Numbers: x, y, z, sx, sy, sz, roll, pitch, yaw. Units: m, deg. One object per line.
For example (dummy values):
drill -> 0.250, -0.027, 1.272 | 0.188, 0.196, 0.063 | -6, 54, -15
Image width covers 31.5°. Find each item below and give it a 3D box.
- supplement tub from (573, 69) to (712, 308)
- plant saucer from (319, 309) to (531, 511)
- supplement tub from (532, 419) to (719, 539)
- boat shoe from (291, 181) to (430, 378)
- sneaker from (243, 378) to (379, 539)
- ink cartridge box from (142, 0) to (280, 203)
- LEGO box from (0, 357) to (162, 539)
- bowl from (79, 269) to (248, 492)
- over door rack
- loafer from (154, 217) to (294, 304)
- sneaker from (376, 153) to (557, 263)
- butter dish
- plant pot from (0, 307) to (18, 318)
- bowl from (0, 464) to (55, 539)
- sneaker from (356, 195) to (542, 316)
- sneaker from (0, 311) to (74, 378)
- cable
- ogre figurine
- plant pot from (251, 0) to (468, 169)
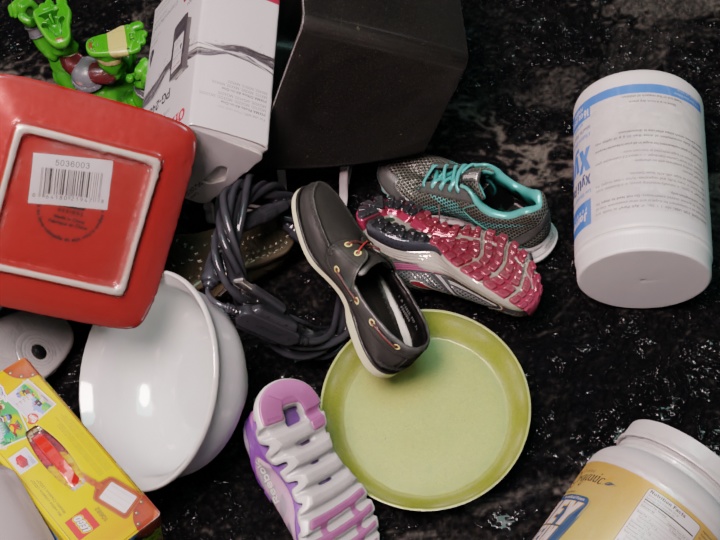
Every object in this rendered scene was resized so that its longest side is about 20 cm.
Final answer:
supplement tub -> 0.272, -0.080, 1.241 | 0.131, 0.132, 0.201 | 2, 63, 6
plant saucer -> 0.061, 0.134, 1.210 | 0.198, 0.031, 0.201 | -2, 63, 4
supplement tub -> 0.225, 0.242, 1.076 | 0.144, 0.145, 0.200 | 33, 70, 20
boat shoe -> 0.002, -0.001, 1.202 | 0.073, 0.063, 0.202 | -15, 72, -44
sneaker -> -0.052, 0.201, 1.166 | 0.080, 0.088, 0.201 | -19, 83, -35
ink cartridge box -> -0.147, -0.187, 1.232 | 0.083, 0.145, 0.201 | 15, 65, -27
LEGO box -> -0.263, 0.200, 1.134 | 0.077, 0.149, 0.200 | -35, 64, -26
bowl -> -0.168, 0.105, 1.190 | 0.200, 0.090, 0.203 | -10, 76, 42
over door rack -> -0.073, -0.135, 1.337 | 0.147, 0.067, 0.201 | 9, 65, 9
loafer -> -0.159, 0.002, 1.275 | 0.199, 0.068, 0.076 | -14, 61, -4
sneaker -> 0.108, -0.083, 1.280 | 0.199, 0.091, 0.078 | 22, 66, 16
butter dish -> -0.272, -0.071, 1.153 | 0.199, 0.148, 0.201 | 13, 103, -24
plant pot -> -0.379, -0.015, 1.252 | 0.200, 0.200, 0.135 | -33, 91, -11
bowl -> -0.314, 0.238, 1.086 | 0.074, 0.199, 0.201 | -32, 103, -30
sneaker -> 0.086, -0.006, 1.250 | 0.199, 0.075, 0.081 | 26, 42, 22
sneaker -> -0.372, 0.116, 1.239 | 0.073, 0.112, 0.200 | 48, 41, -2
cable -> -0.069, -0.001, 1.219 | 0.051, 0.199, 0.164 | -25, 54, 38
ogre figurine -> -0.284, -0.218, 1.369 | 0.198, 0.120, 0.099 | 10, 60, 9
plant pot -> -0.002, -0.222, 1.258 | 0.176, 0.200, 0.201 | 8, 50, -15
